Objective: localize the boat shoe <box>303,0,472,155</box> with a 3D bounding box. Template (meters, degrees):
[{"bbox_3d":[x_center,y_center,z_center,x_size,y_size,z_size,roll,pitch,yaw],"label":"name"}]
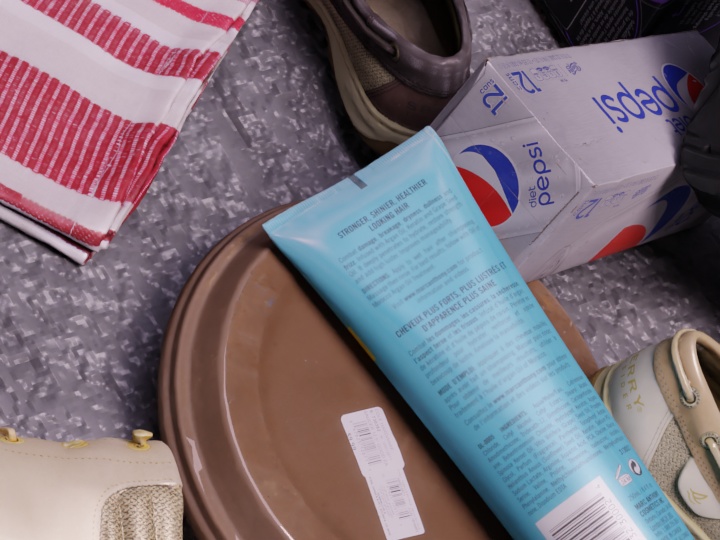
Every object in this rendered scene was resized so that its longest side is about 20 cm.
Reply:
[{"bbox_3d":[0.007,-0.138,0.915,0.073,0.065,0.201,-7,53,-27],"label":"boat shoe"}]

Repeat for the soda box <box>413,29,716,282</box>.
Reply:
[{"bbox_3d":[0.102,-0.050,0.865,0.068,0.063,0.200,50,31,15],"label":"soda box"}]

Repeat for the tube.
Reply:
[{"bbox_3d":[0.051,0.044,0.760,0.077,0.050,0.200,-31,79,-23],"label":"tube"}]

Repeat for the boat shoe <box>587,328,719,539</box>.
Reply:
[{"bbox_3d":[0.173,0.097,0.805,0.200,0.063,0.073,41,44,-14],"label":"boat shoe"}]

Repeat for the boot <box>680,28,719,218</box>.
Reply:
[{"bbox_3d":[0.209,-0.064,0.882,0.162,0.073,0.199,44,64,-47],"label":"boot"}]

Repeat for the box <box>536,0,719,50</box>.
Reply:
[{"bbox_3d":[0.185,-0.175,1.002,0.199,0.122,0.106,-13,61,-35],"label":"box"}]

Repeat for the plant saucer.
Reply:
[{"bbox_3d":[0.020,0.057,0.783,0.199,0.029,0.201,14,59,-24],"label":"plant saucer"}]

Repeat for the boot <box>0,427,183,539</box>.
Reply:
[{"bbox_3d":[-0.143,0.057,0.686,0.155,0.073,0.201,-1,58,-28],"label":"boot"}]

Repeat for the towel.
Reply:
[{"bbox_3d":[-0.128,-0.105,0.854,0.144,0.023,0.200,29,47,-4],"label":"towel"}]
